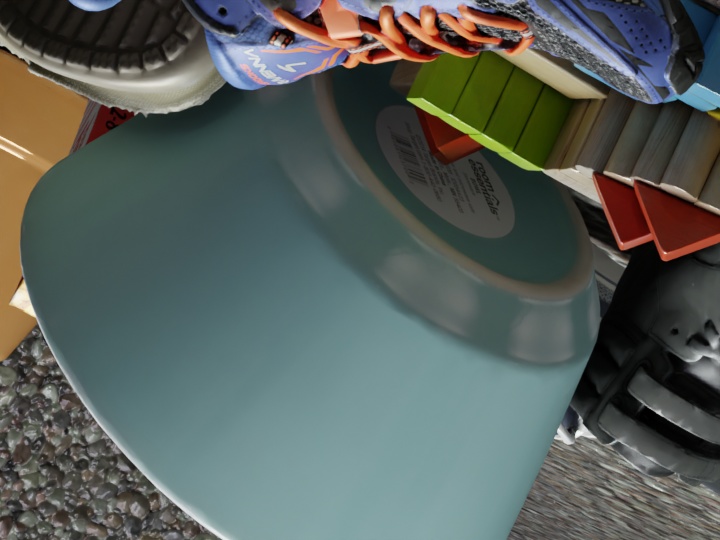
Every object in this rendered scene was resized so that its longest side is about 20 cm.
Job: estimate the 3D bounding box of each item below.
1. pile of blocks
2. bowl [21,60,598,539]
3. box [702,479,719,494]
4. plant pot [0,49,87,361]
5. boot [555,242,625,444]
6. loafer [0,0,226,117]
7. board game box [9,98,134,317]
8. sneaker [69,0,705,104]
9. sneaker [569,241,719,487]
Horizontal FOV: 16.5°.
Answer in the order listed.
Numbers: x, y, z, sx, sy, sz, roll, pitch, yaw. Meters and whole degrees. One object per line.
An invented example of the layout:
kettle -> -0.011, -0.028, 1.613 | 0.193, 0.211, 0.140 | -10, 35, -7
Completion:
pile of blocks -> 0.070, -0.042, 0.704 | 0.200, 0.062, 0.082 | 18, 169, 42
bowl -> 0.000, 0.000, 0.817 | 0.201, 0.105, 0.201 | 31, -150, -21
box -> 0.257, 0.117, 1.215 | 0.200, 0.048, 0.193 | 30, 168, -26
plant pot -> -0.224, -0.042, 1.335 | 0.200, 0.140, 0.200 | 26, 172, 4
boot -> 0.088, 0.046, 0.994 | 0.200, 0.090, 0.073 | 34, 147, -10
loafer -> -0.093, -0.100, 0.820 | 0.068, 0.076, 0.200 | 31, 179, -45
board game box -> -0.032, 0.000, 1.030 | 0.200, 0.046, 0.152 | 27, -144, -12
sneaker -> -0.003, -0.077, 0.644 | 0.200, 0.078, 0.075 | 21, 172, 28
sneaker -> 0.130, 0.026, 0.827 | 0.071, 0.099, 0.200 | 29, 170, -12
